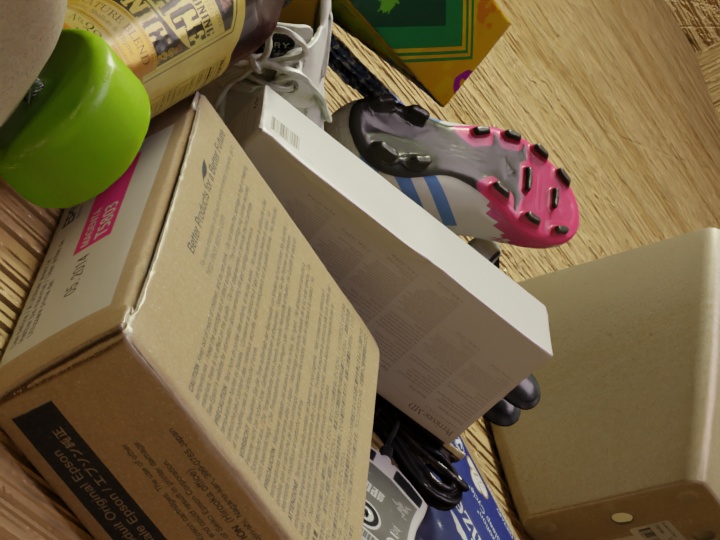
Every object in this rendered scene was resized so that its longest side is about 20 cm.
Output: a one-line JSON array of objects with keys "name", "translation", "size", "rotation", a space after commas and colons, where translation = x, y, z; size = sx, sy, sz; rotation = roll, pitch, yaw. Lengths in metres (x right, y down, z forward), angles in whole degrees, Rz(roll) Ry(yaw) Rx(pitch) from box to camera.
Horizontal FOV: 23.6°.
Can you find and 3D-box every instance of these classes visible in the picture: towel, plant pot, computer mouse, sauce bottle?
[{"name": "towel", "translation": [-0.046, -0.159, 1.076], "size": [0.145, 0.024, 0.200], "rotation": [47, 5, 34]}, {"name": "plant pot", "translation": [0.201, 0.120, 1.224], "size": [0.200, 0.198, 0.179], "rotation": [48, 37, -41]}, {"name": "computer mouse", "translation": [-0.006, 0.115, 0.858], "size": [0.110, 0.044, 0.200], "rotation": [43, 24, -4]}, {"name": "sauce bottle", "translation": [-0.083, -0.113, 0.768], "size": [0.200, 0.066, 0.066], "rotation": [-40, 106, -37]}]

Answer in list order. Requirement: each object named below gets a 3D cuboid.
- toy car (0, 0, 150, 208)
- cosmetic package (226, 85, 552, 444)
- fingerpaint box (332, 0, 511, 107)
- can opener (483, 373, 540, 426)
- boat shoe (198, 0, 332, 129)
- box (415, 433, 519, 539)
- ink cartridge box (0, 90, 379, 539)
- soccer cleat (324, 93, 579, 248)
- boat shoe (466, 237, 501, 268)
[{"name": "toy car", "translation": [-0.191, -0.092, 0.554], "size": [0.200, 0.158, 0.164], "rotation": [42, -6, 45]}, {"name": "cosmetic package", "translation": [0.000, 0.000, 0.886], "size": [0.199, 0.082, 0.051], "rotation": [38, 25, -22]}, {"name": "fingerpaint box", "translation": [-0.023, -0.207, 1.035], "size": [0.200, 0.074, 0.167], "rotation": [41, 1, 30]}, {"name": "can opener", "translation": [0.019, 0.018, 0.977], "size": [0.200, 0.063, 0.079], "rotation": [41, 66, -7]}, {"name": "boat shoe", "translation": [-0.045, -0.116, 0.880], "size": [0.086, 0.074, 0.204], "rotation": [-74, 176, -83]}, {"name": "box", "translation": [0.055, 0.175, 0.976], "size": [0.122, 0.032, 0.200], "rotation": [62, 20, -10]}, {"name": "ink cartridge box", "translation": [-0.066, 0.044, 0.744], "size": [0.165, 0.075, 0.201], "rotation": [55, 22, -24]}, {"name": "soccer cleat", "translation": [0.050, -0.058, 1.099], "size": [0.199, 0.086, 0.071], "rotation": [20, 60, -34]}, {"name": "boat shoe", "translation": [0.066, 0.037, 1.093], "size": [0.068, 0.074, 0.199], "rotation": [44, 21, -4]}]
